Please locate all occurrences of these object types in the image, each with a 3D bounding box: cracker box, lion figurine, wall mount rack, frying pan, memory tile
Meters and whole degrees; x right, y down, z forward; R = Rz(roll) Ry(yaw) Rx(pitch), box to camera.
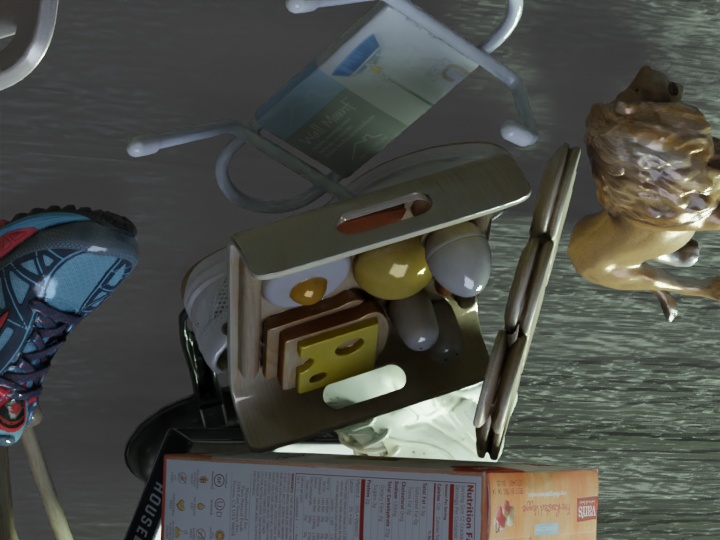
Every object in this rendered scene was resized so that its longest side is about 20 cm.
[{"bbox_3d":[0.011,0.128,1.378,0.199,0.058,0.134,1,177,30],"label":"cracker box"},{"bbox_3d":[0.158,-0.029,1.418,0.122,0.073,0.200,4,145,-16],"label":"lion figurine"},{"bbox_3d":[-0.014,-0.081,1.270,0.173,0.075,0.200,29,125,-35],"label":"wall mount rack"},{"bbox_3d":[-0.073,0.084,1.518,0.114,0.031,0.190,-1,145,-23],"label":"frying pan"},{"bbox_3d":[0.085,0.021,1.351,0.017,0.154,0.200,15,172,4],"label":"memory tile"}]

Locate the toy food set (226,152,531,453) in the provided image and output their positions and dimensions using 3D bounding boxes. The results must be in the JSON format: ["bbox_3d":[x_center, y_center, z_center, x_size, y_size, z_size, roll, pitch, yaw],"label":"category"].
[{"bbox_3d":[0.009,0.024,1.297,0.143,0.061,0.200,-18,153,-13],"label":"toy food set"}]

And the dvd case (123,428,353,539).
[{"bbox_3d":[-0.072,0.163,1.517,0.200,0.025,0.151,6,110,-55],"label":"dvd case"}]

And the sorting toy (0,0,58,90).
[{"bbox_3d":[-0.191,-0.132,1.031,0.199,0.181,0.107,-21,145,7],"label":"sorting toy"}]

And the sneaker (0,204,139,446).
[{"bbox_3d":[-0.181,0.046,1.356,0.079,0.096,0.200,21,131,-42],"label":"sneaker"}]

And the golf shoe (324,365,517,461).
[{"bbox_3d":[0.018,0.086,1.484,0.075,0.092,0.199,-7,160,43],"label":"golf shoe"}]

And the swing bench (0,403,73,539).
[{"bbox_3d":[-0.263,0.192,1.503,0.199,0.130,0.199,-9,146,-1],"label":"swing bench"}]

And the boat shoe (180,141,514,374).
[{"bbox_3d":[0.000,0.000,1.390,0.199,0.070,0.071,-27,142,14],"label":"boat shoe"}]
